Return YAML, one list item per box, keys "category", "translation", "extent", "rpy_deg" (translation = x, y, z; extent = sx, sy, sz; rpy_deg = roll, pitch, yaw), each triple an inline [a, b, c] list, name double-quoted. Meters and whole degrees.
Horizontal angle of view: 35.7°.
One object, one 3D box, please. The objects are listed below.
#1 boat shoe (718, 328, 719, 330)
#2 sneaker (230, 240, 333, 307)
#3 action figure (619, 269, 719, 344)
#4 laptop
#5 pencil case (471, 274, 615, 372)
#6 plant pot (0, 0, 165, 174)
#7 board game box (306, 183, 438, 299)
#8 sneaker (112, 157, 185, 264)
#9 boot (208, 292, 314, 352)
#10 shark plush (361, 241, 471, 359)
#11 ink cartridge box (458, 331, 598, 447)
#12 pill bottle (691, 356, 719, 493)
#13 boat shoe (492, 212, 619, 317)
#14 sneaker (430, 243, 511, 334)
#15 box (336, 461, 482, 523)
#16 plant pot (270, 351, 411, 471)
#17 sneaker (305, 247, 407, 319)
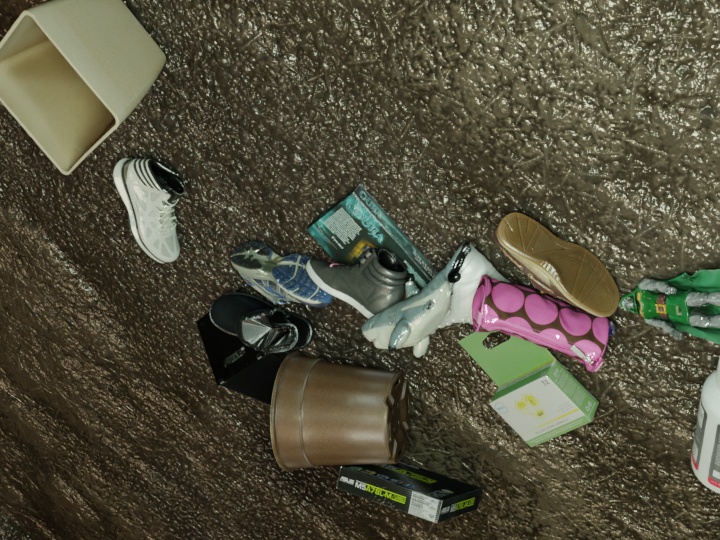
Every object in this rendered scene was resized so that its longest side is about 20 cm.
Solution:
- category: "boat shoe"
  translation: [0.547, 0.088, 1.401]
  extent: [0.197, 0.074, 0.077]
  rpy_deg: [9, 131, 31]
- category: "sneaker"
  translation: [-0.122, 0.018, 1.860]
  extent: [0.198, 0.077, 0.086]
  rpy_deg: [25, 148, 28]
- category: "action figure"
  translation: [0.418, 0.048, 1.458]
  extent: [0.199, 0.054, 0.120]
  rpy_deg: [5, 111, 56]
- category: "laptop"
  translation: [-0.185, 0.146, 2.058]
  extent: [0.187, 0.115, 0.203]
  rpy_deg: [-33, 74, 48]
- category: "pencil case"
  translation: [0.250, 0.076, 1.568]
  extent: [0.197, 0.094, 0.092]
  rpy_deg: [18, 133, 1]
- category: "plant pot"
  translation: [-0.416, -0.305, 1.691]
  extent: [0.201, 0.177, 0.199]
  rpy_deg: [50, 138, -11]
- category: "board game box"
  translation: [0.023, -0.025, 1.732]
  extent: [0.200, 0.028, 0.135]
  rpy_deg: [48, 137, -9]
- category: "sneaker"
  translation: [-0.339, -0.099, 1.905]
  extent: [0.114, 0.076, 0.203]
  rpy_deg: [1, 123, 39]
- category: "boot"
  translation: [-0.181, 0.085, 1.872]
  extent: [0.197, 0.078, 0.168]
  rpy_deg: [16, 180, 11]
- category: "shark plush"
  translation: [0.081, 0.039, 1.599]
  extent: [0.083, 0.090, 0.201]
  rpy_deg: [49, 117, 32]
- category: "ink cartridge box"
  translation: [0.249, 0.170, 1.723]
  extent: [0.200, 0.048, 0.145]
  rpy_deg: [45, 140, -9]
- category: "pill bottle"
  translation: [0.509, 0.199, 1.501]
  extent: [0.109, 0.111, 0.202]
  rpy_deg: [16, 134, 25]
- category: "boat shoe"
  translation: [0.267, -0.003, 1.549]
  extent: [0.198, 0.073, 0.072]
  rpy_deg: [33, 162, -2]
- category: "sneaker"
  translation: [0.141, 0.068, 1.662]
  extent: [0.115, 0.074, 0.200]
  rpy_deg: [39, 119, -3]
- category: "box"
  translation: [0.086, 0.376, 1.934]
  extent: [0.197, 0.192, 0.048]
  rpy_deg: [14, 95, 28]
- category: "plant pot"
  translation: [-0.026, 0.242, 1.880]
  extent: [0.195, 0.201, 0.203]
  rpy_deg: [1, 128, 19]
- category: "sneaker"
  translation: [0.000, 0.000, 1.707]
  extent: [0.199, 0.070, 0.101]
  rpy_deg: [31, 112, 37]
